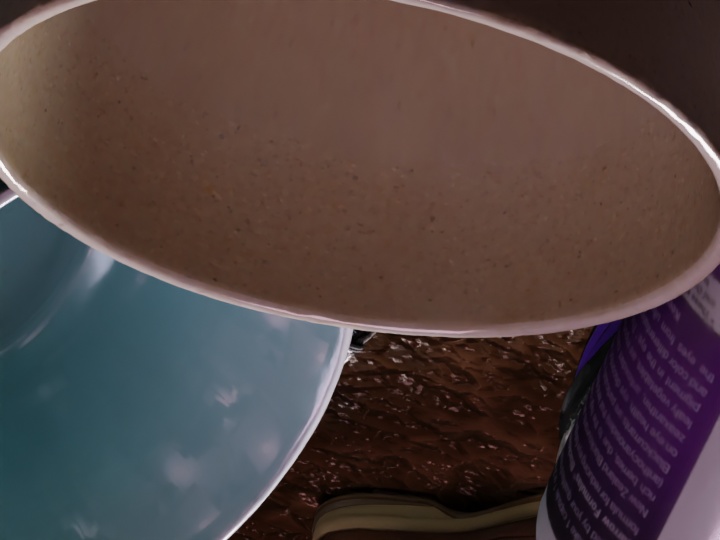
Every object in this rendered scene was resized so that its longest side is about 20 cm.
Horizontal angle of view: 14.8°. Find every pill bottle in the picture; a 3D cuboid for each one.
[{"bbox_3d":[0.116,0.056,0.797,0.111,0.112,0.201,20,118,-5],"label":"pill bottle"}]

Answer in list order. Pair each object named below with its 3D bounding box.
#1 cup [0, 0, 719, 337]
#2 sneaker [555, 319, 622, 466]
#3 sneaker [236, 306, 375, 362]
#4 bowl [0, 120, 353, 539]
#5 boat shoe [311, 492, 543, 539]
[{"bbox_3d":[0.007,-0.087,0.736,0.199,0.144,0.201,8,156,3],"label":"cup"},{"bbox_3d":[0.128,-0.010,0.882,0.069,0.100,0.200,34,116,-11],"label":"sneaker"},{"bbox_3d":[0.000,0.000,0.954,0.199,0.083,0.078,-13,138,40],"label":"sneaker"},{"bbox_3d":[-0.111,0.015,0.876,0.105,0.201,0.201,43,167,37],"label":"bowl"},{"bbox_3d":[0.064,0.137,1.156,0.199,0.068,0.072,-2,144,29],"label":"boat shoe"}]
